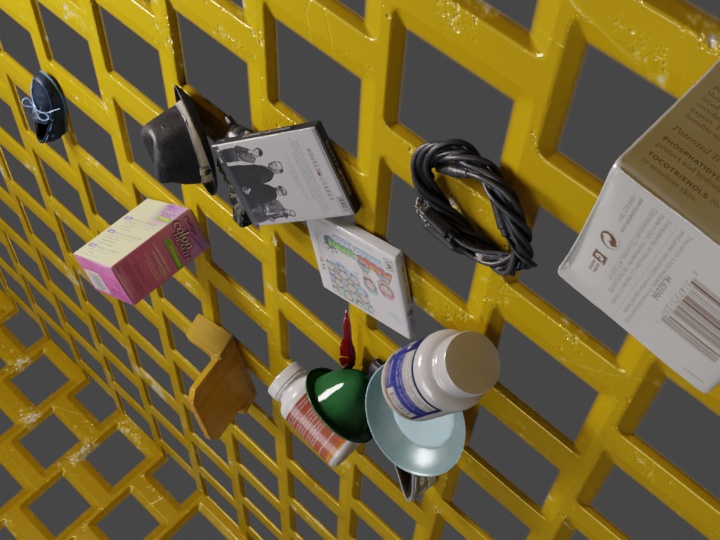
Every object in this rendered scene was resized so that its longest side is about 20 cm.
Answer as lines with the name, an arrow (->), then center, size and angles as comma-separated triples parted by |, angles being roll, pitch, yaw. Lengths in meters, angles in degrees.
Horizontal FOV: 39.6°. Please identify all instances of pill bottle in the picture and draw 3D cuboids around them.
pill bottle -> -0.084, 0.278, 1.964 | 0.200, 0.112, 0.112 | 43, 154, 12
pill bottle -> 0.120, 0.151, 1.466 | 0.120, 0.120, 0.200 | 51, 154, -3

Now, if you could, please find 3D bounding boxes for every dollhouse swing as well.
dollhouse swing -> -0.354, 0.251, 2.283 | 0.181, 0.176, 0.201 | 27, 147, 38

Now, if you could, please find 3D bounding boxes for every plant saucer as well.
plant saucer -> 0.097, 0.239, 1.653 | 0.199, 0.039, 0.203 | 13, 111, 35

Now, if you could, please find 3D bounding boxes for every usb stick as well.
usb stick -> 0.092, 0.221, 1.703 | 0.199, 0.033, 0.056 | 36, 144, 26

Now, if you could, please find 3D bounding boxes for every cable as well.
cable -> 0.144, -0.075, 1.220 | 0.200, 0.051, 0.164 | 41, 148, 22

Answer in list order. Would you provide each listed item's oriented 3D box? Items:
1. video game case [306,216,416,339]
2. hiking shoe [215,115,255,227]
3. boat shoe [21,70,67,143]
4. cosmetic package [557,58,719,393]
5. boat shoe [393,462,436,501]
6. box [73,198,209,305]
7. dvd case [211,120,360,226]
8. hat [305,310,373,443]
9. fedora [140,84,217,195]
video game case -> 0.000, 0.000, 1.561 | 0.199, 0.024, 0.183 | 30, 148, 34
hiking shoe -> -0.186, -0.158, 1.607 | 0.101, 0.075, 0.201 | 47, 146, 24
boat shoe -> -0.664, -0.333, 2.113 | 0.084, 0.069, 0.201 | 39, 152, 20
cosmetic package -> 0.301, -0.046, 0.824 | 0.166, 0.200, 0.168 | 40, 153, 16
boat shoe -> 0.082, 0.340, 1.838 | 0.074, 0.065, 0.203 | 21, 142, 44
box -> -0.437, -0.040, 1.994 | 0.175, 0.200, 0.097 | 13, 138, 49
dvd case -> -0.111, -0.139, 1.479 | 0.198, 0.025, 0.151 | -4, 124, 34
hat -> 0.012, 0.190, 1.778 | 0.176, 0.199, 0.166 | -44, 68, 22
fedora -> -0.303, -0.200, 1.633 | 0.200, 0.091, 0.202 | 159, 90, -77
